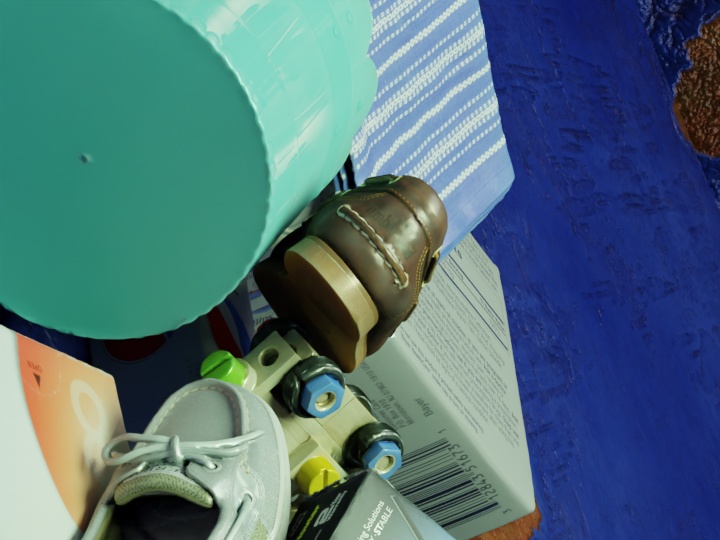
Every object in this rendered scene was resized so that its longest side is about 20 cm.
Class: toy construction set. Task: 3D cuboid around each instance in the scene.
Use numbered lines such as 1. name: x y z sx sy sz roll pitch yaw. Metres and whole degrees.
1. toy construction set: -0.047 0.101 1.375 0.092 0.131 0.200 48 -1 29

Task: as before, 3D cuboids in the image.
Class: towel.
1. towel: 0.026 -0.095 1.457 0.145 0.024 0.200 -44 132 -44

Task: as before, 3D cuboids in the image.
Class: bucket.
1. bucket: -0.105 -0.076 1.341 0.207 0.207 0.135 63 25 -16

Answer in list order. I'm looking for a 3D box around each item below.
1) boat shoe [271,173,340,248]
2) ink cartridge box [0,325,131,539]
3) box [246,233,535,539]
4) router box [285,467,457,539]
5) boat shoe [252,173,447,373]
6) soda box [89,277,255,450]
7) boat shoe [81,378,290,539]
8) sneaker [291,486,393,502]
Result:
1. boat shoe: -0.095 -0.087 1.452 0.201 0.072 0.070 29 45 -5
2. ink cartridge box: -0.134 0.120 1.201 0.162 0.050 0.200 32 36 -62
3. box: 0.007 0.034 1.713 0.184 0.105 0.200 52 23 -42
4. router box: 0.003 0.204 1.209 0.150 0.062 0.200 40 55 -13
5. boat shoe: 0.000 0.000 1.371 0.070 0.070 0.200 48 -12 -3
6. soda box: -0.097 0.016 1.480 0.068 0.064 0.200 45 27 -50
7. boat shoe: -0.083 0.115 1.204 0.202 0.074 0.065 -66 146 -41
8. sneaker: -0.018 0.116 1.520 0.200 0.078 0.099 56 6 16
